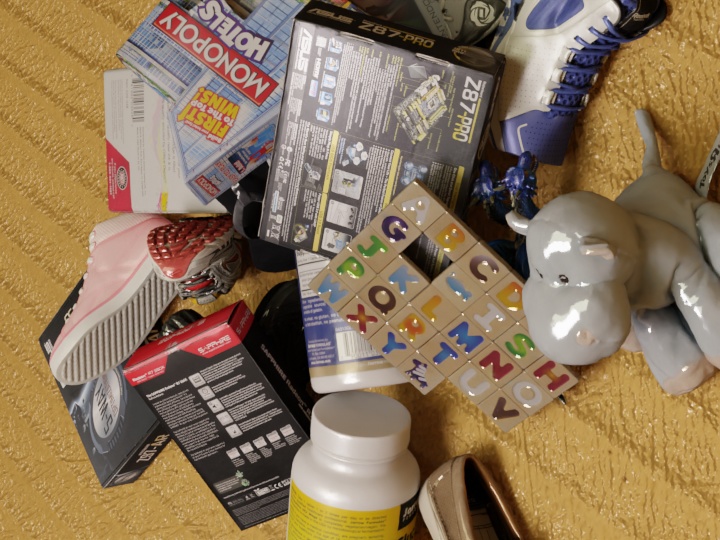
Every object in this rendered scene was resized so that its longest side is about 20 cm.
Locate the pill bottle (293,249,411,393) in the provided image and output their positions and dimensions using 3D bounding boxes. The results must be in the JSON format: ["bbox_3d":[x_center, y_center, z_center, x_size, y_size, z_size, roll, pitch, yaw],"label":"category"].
[{"bbox_3d":[0.000,0.000,1.307,0.111,0.111,0.201,-11,85,46],"label":"pill bottle"}]

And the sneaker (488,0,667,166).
[{"bbox_3d":[0.163,-0.176,1.142,0.115,0.080,0.200,19,105,46],"label":"sneaker"}]

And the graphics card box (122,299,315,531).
[{"bbox_3d":[-0.108,0.135,1.380,0.125,0.051,0.200,-25,110,24],"label":"graphics card box"}]

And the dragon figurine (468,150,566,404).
[{"bbox_3d":[0.125,0.005,1.183,0.059,0.099,0.201,12,102,46],"label":"dragon figurine"}]

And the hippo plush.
[{"bbox_3d":[0.199,-0.004,1.060,0.159,0.160,0.201,17,106,45],"label":"hippo plush"}]

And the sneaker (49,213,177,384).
[{"bbox_3d":[-0.260,0.020,1.569,0.200,0.075,0.105,-48,53,-2],"label":"sneaker"}]

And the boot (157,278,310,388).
[{"bbox_3d":[-0.121,0.070,1.464,0.158,0.079,0.212,40,121,37],"label":"boot"}]

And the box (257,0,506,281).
[{"bbox_3d":[0.013,-0.093,1.180,0.161,0.049,0.201,18,123,10],"label":"box"}]

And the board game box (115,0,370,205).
[{"bbox_3d":[-0.108,-0.167,1.257,0.200,0.062,0.200,38,84,20],"label":"board game box"}]

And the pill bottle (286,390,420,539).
[{"bbox_3d":[-0.007,0.212,1.313,0.112,0.112,0.201,28,122,42],"label":"pill bottle"}]

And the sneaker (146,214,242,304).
[{"bbox_3d":[-0.146,-0.007,1.425,0.077,0.200,0.083,-4,95,10],"label":"sneaker"}]

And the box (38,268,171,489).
[{"bbox_3d":[-0.266,0.109,1.645,0.160,0.043,0.200,-47,61,37],"label":"box"}]

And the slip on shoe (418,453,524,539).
[{"bbox_3d":[0.113,0.244,1.239,0.061,0.076,0.201,-52,50,43],"label":"slip on shoe"}]

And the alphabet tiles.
[{"bbox_3d":[0.071,0.039,1.187,0.200,0.008,0.167,43,136,-3],"label":"alphabet tiles"}]

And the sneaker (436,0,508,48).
[{"bbox_3d":[0.057,-0.228,1.236,0.199,0.075,0.116,8,101,34],"label":"sneaker"}]

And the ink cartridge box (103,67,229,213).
[{"bbox_3d":[-0.163,-0.129,1.486,0.199,0.085,0.148,4,95,45],"label":"ink cartridge box"}]

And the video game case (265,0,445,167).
[{"bbox_3d":[-0.013,-0.184,1.284,0.199,0.023,0.182,-28,69,4],"label":"video game case"}]

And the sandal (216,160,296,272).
[{"bbox_3d":[-0.083,-0.050,1.354,0.076,0.200,0.043,-15,57,8],"label":"sandal"}]
